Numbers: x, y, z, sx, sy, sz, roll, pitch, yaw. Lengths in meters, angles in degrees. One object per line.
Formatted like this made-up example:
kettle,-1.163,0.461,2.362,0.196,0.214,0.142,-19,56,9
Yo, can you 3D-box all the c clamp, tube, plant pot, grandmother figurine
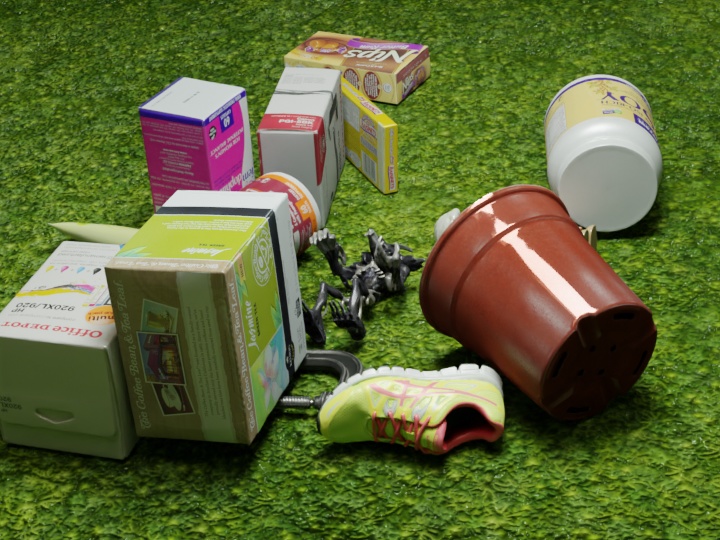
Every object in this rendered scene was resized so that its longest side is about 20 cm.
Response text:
c clamp,-0.098,0.132,1.607,0.200,0.027,0.171,-3,26,5
tube,-0.301,-0.036,1.882,0.200,0.058,0.052,15,51,32
plant pot,0.196,0.044,1.568,0.200,0.201,0.195,-19,42,-23
grandmother figurine,0.184,-0.040,1.829,0.200,0.061,0.121,7,5,23

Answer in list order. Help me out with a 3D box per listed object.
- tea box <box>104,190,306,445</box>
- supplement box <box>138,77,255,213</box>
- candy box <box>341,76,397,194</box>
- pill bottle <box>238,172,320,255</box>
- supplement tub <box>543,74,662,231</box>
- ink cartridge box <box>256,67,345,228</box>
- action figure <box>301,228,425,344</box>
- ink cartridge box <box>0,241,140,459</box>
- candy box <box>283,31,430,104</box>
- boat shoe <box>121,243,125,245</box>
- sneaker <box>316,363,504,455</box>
tea box,-0.154,0.044,1.539,0.133,0.200,0.197,2,28,18
supplement box,-0.202,-0.129,1.881,0.103,0.200,0.101,13,35,24
candy box,0.000,-0.192,2.058,0.026,0.102,0.200,-11,32,-21
pill bottle,-0.147,-0.033,1.801,0.109,0.110,0.200,17,36,31
supplement tub,0.311,-0.151,1.908,0.145,0.146,0.200,-1,31,5
ink cartridge box,-0.076,-0.166,1.979,0.083,0.147,0.200,2,32,8
action figure,0.000,0.000,1.739,0.119,0.102,0.200,-1,30,28
ink cartridge box,-0.287,0.081,1.591,0.147,0.145,0.200,5,32,15
candy box,-0.005,-0.318,2.315,0.200,0.057,0.117,12,34,27
boat shoe,-0.343,0.021,1.778,0.200,0.065,0.072,-24,36,-30
sneaker,0.055,0.149,1.506,0.200,0.078,0.090,-9,38,-5
